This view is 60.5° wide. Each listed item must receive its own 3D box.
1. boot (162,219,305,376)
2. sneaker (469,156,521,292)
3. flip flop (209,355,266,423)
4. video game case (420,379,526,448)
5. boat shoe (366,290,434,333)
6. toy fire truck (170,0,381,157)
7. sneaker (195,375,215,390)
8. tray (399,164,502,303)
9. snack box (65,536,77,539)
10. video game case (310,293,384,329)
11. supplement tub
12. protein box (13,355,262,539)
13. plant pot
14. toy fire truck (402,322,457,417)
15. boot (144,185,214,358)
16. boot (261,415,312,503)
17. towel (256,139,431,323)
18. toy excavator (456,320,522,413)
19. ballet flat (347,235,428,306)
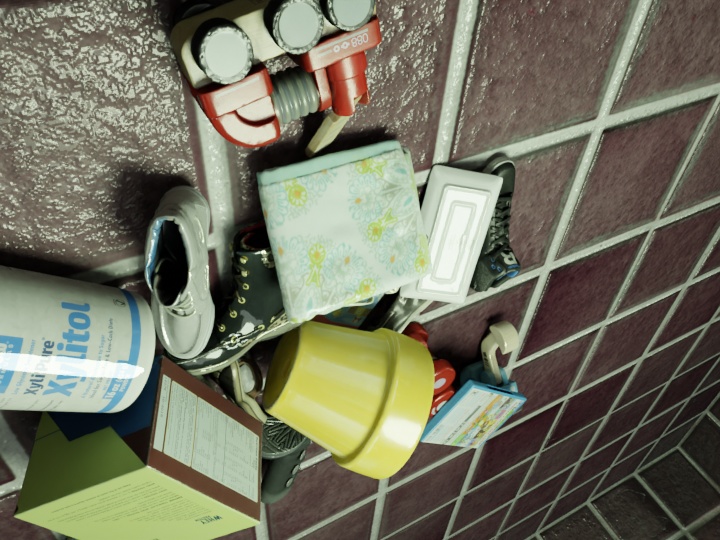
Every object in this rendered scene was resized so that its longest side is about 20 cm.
[{"bbox_3d":[-0.153,0.029,0.745,0.201,0.074,0.155,-24,138,-25],"label":"boot"},{"bbox_3d":[0.207,-0.056,0.910,0.072,0.112,0.202,-12,136,-30],"label":"sneaker"},{"bbox_3d":[-0.165,0.156,0.867,0.058,0.081,0.201,-43,147,-20],"label":"flip flop"},{"bbox_3d":[0.207,0.267,1.128,0.199,0.018,0.144,22,113,-46],"label":"video game case"},{"bbox_3d":[0.051,0.071,0.975,0.200,0.057,0.067,-49,177,20],"label":"boat shoe"},{"bbox_3d":[-0.067,-0.169,0.587,0.174,0.129,0.202,-27,131,-13],"label":"toy fire truck"},{"bbox_3d":[-0.224,0.219,0.878,0.084,0.075,0.201,-35,143,-10],"label":"sneaker"},{"bbox_3d":[0.128,-0.042,0.872,0.105,0.022,0.203,6,115,-15],"label":"tray"},{"bbox_3d":[-0.348,0.377,0.948,0.167,0.068,0.202,1,129,-39],"label":"snack box"},{"bbox_3d":[0.000,0.000,0.879,0.142,0.018,0.201,15,119,-47],"label":"video game case"},{"bbox_3d":[-0.318,0.069,0.602,0.198,0.132,0.133,15,119,-47],"label":"supplement tub"},{"bbox_3d":[-0.254,0.236,0.750,0.196,0.136,0.200,-23,136,18],"label":"protein box"},{"bbox_3d":[-0.027,0.162,0.856,0.187,0.202,0.202,23,117,-18],"label":"plant pot"},{"bbox_3d":[0.068,0.196,1.059,0.166,0.113,0.201,-29,141,-9],"label":"toy fire truck"},{"bbox_3d":[-0.195,0.020,0.641,0.072,0.096,0.203,4,114,-2],"label":"boot"},{"bbox_3d":[-0.139,0.315,1.028,0.164,0.065,0.202,-23,147,-50],"label":"boot"},{"bbox_3d":[-0.012,-0.050,0.717,0.197,0.048,0.174,-17,100,-27],"label":"towel"},{"bbox_3d":[0.256,0.204,1.238,0.099,0.203,0.194,-17,-177,-24],"label":"toy excavator"},{"bbox_3d":[0.015,0.005,0.806,0.198,0.072,0.073,-21,141,-34],"label":"ballet flat"}]
